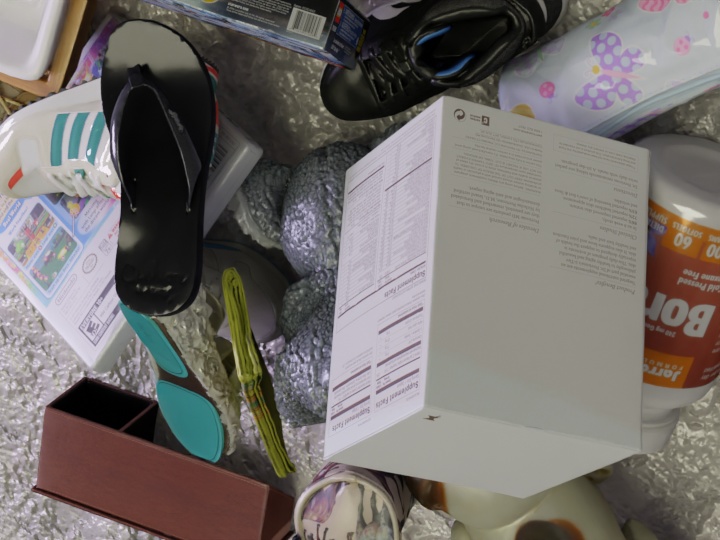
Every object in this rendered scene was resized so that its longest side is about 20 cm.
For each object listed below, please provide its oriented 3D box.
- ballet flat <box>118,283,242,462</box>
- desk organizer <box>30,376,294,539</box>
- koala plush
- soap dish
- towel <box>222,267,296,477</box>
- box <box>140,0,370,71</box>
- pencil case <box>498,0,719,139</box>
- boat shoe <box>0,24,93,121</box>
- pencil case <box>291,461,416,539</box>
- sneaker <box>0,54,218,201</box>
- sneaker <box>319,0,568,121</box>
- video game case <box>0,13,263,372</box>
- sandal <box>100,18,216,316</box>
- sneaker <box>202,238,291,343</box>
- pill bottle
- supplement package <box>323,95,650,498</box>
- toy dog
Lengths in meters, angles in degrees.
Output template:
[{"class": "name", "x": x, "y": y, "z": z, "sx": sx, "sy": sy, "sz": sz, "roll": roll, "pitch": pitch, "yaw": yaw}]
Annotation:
[{"class": "ballet flat", "x": -0.113, "y": 0.060, "z": 1.539, "sx": 0.072, "sy": 0.072, "sz": 0.200, "roll": 11, "pitch": 146, "yaw": 20}, {"class": "desk organizer", "x": -0.150, "y": 0.157, "z": 1.698, "sx": 0.200, "sy": 0.072, "sz": 0.077, "roll": 18, "pitch": 115, "yaw": 17}, {"class": "koala plush", "x": 0.000, "y": 0.000, "z": 1.518, "sx": 0.177, "sy": 0.184, "sz": 0.200, "roll": -11, "pitch": 86, "yaw": 17}, {"class": "soap dish", "x": -0.247, "y": -0.240, "z": 1.543, "sx": 0.157, "sy": 0.081, "sz": 0.200, "roll": 21, "pitch": 102, "yaw": 14}, {"class": "towel", "x": -0.072, "y": 0.077, "z": 1.565, "sx": 0.018, "sy": 0.200, "sz": 0.086, "roll": -11, "pitch": 64, "yaw": 1}, {"class": "box", "x": -0.100, "y": -0.184, "z": 1.418, "sx": 0.200, "sy": 0.137, "sz": 0.040, "roll": 19, "pitch": 92, "yaw": 7}, {"class": "pencil case", "x": 0.185, "y": -0.136, "z": 1.408, "sx": 0.200, "sy": 0.091, "sz": 0.083, "roll": -28, "pitch": 124, "yaw": 29}, {"class": "boat shoe", "x": -0.264, "y": -0.118, "z": 1.633, "sx": 0.074, "sy": 0.066, "sz": 0.200, "roll": 35, "pitch": 119, "yaw": 9}, {"class": "pencil case", "x": 0.008, "y": 0.159, "z": 1.559, "sx": 0.078, "sy": 0.200, "sz": 0.090, "roll": 12, "pitch": 105, "yaw": 8}, {"class": "sneaker", "x": -0.181, "y": -0.077, "z": 1.513, "sx": 0.200, "sy": 0.070, "sz": 0.094, "roll": -22, "pitch": 61, "yaw": 25}, {"class": "sneaker", "x": 0.036, "y": -0.147, "z": 1.460, "sx": 0.200, "sy": 0.112, "sz": 0.073, "roll": -25, "pitch": 99, "yaw": 31}, {"class": "video game case", "x": -0.182, "y": -0.058, "z": 1.568, "sx": 0.182, "sy": 0.024, "sz": 0.200, "roll": 43, "pitch": 104, "yaw": 34}, {"class": "sandal", "x": -0.133, "y": -0.071, "z": 1.437, "sx": 0.076, "sy": 0.043, "sz": 0.201, "roll": -6, "pitch": 84, "yaw": 11}, {"class": "sneaker", "x": -0.144, "y": 0.007, "z": 1.626, "sx": 0.200, "sy": 0.081, "sz": 0.077, "roll": 22, "pitch": 117, "yaw": 13}, {"class": "pill bottle", "x": 0.201, "y": 0.019, "z": 1.456, "sx": 0.112, "sy": 0.112, "sz": 0.200, "roll": 25, "pitch": 119, "yaw": 13}, {"class": "supplement package", "x": 0.079, "y": 0.022, "z": 1.373, "sx": 0.152, "sy": 0.200, "sz": 0.151, "roll": 13, "pitch": 158, "yaw": -22}, {"class": "toy dog", "x": 0.115, "y": 0.177, "z": 1.511, "sx": 0.139, "sy": 0.194, "sz": 0.200, "roll": -32, "pitch": 100, "yaw": 19}]
